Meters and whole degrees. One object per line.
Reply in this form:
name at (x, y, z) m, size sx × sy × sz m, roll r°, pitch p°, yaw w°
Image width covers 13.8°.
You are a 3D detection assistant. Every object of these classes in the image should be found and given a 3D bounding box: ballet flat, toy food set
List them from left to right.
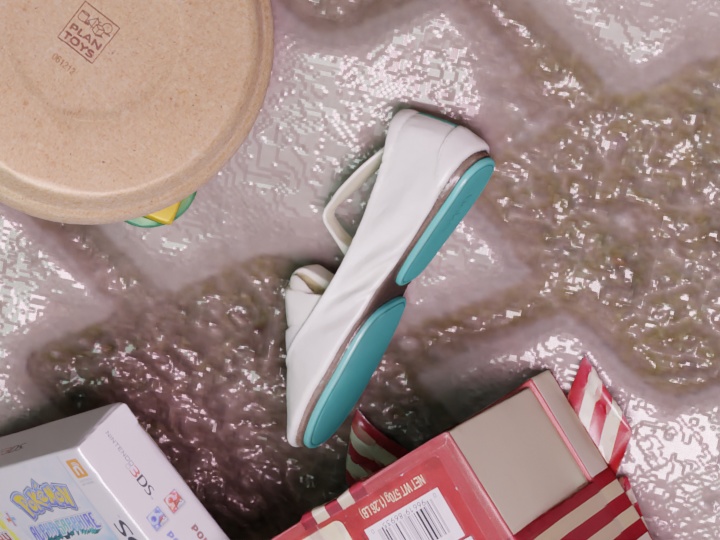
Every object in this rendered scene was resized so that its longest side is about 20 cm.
toy food set at (-0.143, -0.119, 1.514) m, size 0.200 × 0.049 × 0.198 m, roll 22°, pitch 84°, yaw -12°
ballet flat at (0.000, 0.000, 1.573) m, size 0.069 × 0.069 × 0.200 m, roll 29°, pitch 112°, yaw -2°

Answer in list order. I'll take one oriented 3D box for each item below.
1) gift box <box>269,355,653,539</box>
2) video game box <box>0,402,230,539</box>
gift box at (0.057, 0.154, 1.561) m, size 0.184 × 0.187 × 0.200 m, roll -28°, pitch 86°, yaw 23°
video game box at (-0.136, 0.166, 1.624) m, size 0.182 × 0.047 × 0.200 m, roll 55°, pitch 146°, yaw -11°
